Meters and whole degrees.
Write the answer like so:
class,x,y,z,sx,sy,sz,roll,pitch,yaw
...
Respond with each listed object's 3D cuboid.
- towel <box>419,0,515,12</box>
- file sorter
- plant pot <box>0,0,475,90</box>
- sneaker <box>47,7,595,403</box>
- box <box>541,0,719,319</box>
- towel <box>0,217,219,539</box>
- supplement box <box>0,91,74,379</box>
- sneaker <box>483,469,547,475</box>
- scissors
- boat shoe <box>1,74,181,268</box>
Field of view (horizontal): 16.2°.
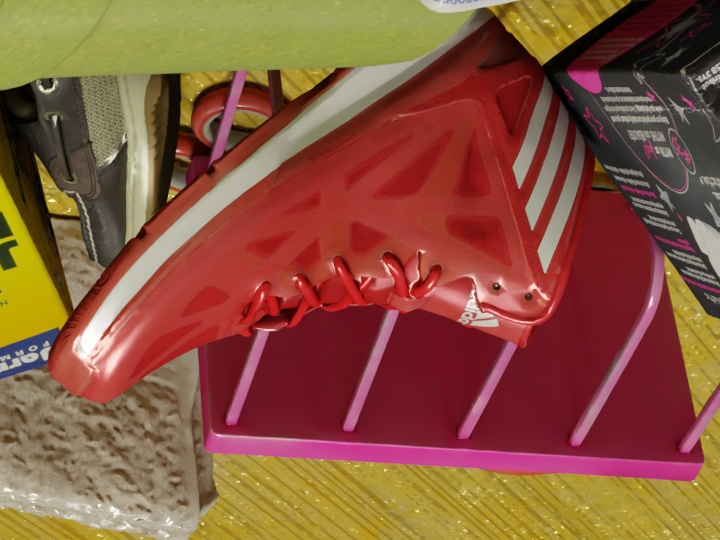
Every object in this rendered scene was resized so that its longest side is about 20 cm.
class,x,y,z,sx,sy,sz,roll,pitch,yaw
towel,0.087,-0.169,0.717,0.147,0.024,0.200,-17,134,-30
file sorter,0.045,-0.015,0.979,0.200,0.139,0.125,5,141,-14
plant pot,-0.057,-0.134,0.759,0.190,0.200,0.200,4,152,-37
sneaker,0.000,0.000,0.847,0.200,0.116,0.078,-42,-179,-11
box,0.159,-0.055,0.818,0.132,0.115,0.200,-36,-171,-4
towel,-0.153,0.038,1.076,0.200,0.133,0.034,12,152,-23
supplement box,-0.185,-0.043,0.936,0.109,0.110,0.200,-18,149,-1
sneaker,0.056,0.037,1.149,0.201,0.067,0.108,13,149,-19
scissors,0.008,-0.040,1.071,0.200,0.014,0.073,11,144,-24
boat shoe,-0.102,-0.071,0.960,0.065,0.073,0.200,6,142,0
